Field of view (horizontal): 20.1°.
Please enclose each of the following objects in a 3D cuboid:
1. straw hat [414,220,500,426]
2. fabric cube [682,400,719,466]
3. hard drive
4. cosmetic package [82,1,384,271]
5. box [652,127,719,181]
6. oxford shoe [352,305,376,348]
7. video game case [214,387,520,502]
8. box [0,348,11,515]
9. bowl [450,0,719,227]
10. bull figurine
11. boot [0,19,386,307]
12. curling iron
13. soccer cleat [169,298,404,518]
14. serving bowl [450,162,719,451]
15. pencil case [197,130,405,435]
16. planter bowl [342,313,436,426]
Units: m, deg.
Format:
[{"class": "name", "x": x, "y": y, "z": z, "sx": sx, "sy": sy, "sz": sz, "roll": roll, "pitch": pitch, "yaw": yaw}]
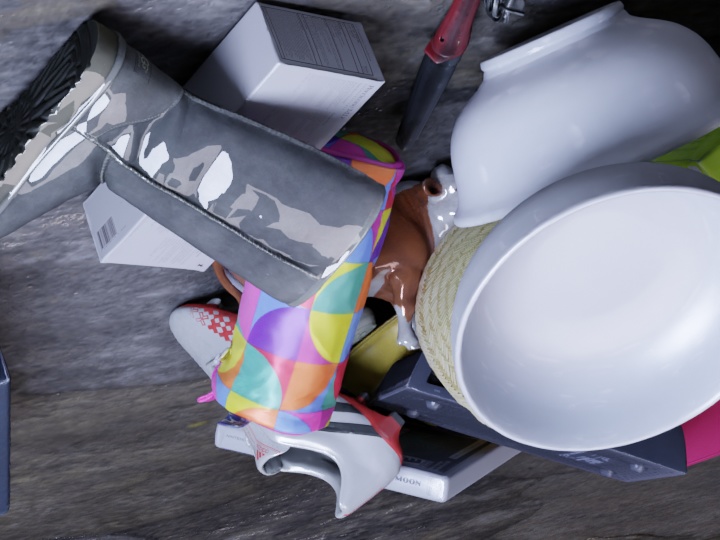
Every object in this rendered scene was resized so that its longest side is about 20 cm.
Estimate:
[{"class": "straw hat", "x": 0.122, "y": 0.003, "z": 1.281, "sx": 0.200, "sy": 0.202, "sz": 0.085, "roll": -23, "pitch": 147, "yaw": 1}, {"class": "fabric cube", "x": 0.259, "y": 0.004, "z": 1.488, "sx": 0.196, "sy": 0.201, "sz": 0.199, "roll": -22, "pitch": 155, "yaw": 0}, {"class": "hard drive", "x": 0.116, "y": 0.099, "z": 1.396, "sx": 0.199, "sy": 0.042, "sz": 0.135, "roll": 17, "pitch": 168, "yaw": -8}, {"class": "cosmetic package", "x": -0.080, "y": -0.076, "z": 1.220, "sx": 0.082, "sy": 0.051, "sz": 0.200, "roll": 8, "pitch": 141, "yaw": -41}, {"class": "box", "x": 0.279, "y": -0.118, "z": 1.314, "sx": 0.200, "sy": 0.048, "sz": 0.122, "roll": -41, "pitch": -171, "yaw": -8}, {"class": "oxford shoe", "x": -0.039, "y": 0.047, "z": 1.501, "sx": 0.075, "sy": 0.058, "sz": 0.200, "roll": -33, "pitch": 174, "yaw": -20}, {"class": "video game case", "x": 0.014, "y": 0.123, "z": 1.526, "sx": 0.181, "sy": 0.023, "sz": 0.200, "roll": 11, "pitch": -169, "yaw": 21}, {"class": "box", "x": -0.307, "y": 0.089, "z": 1.291, "sx": 0.148, "sy": 0.107, "sz": 0.200, "roll": -15, "pitch": 153, "yaw": -18}, {"class": "bowl", "x": 0.134, "y": -0.106, "z": 1.253, "sx": 0.200, "sy": 0.091, "sz": 0.201, "roll": -24, "pitch": -174, "yaw": 3}, {"class": "bull figurine", "x": 0.000, "y": 0.000, "z": 1.380, "sx": 0.199, "sy": 0.122, "sz": 0.065, "roll": -11, "pitch": 174, "yaw": -11}, {"class": "boot", "x": -0.113, "y": -0.037, "z": 1.163, "sx": 0.200, "sy": 0.073, "sz": 0.182, "roll": 29, "pitch": 128, "yaw": -32}, {"class": "curling iron", "x": 0.055, "y": -0.132, "z": 1.234, "sx": 0.025, "sy": 0.050, "sz": 0.200, "roll": 3, "pitch": 150, "yaw": -21}, {"class": "soccer cleat", "x": -0.062, "y": 0.093, "z": 1.408, "sx": 0.085, "sy": 0.200, "sz": 0.069, "roll": -49, "pitch": 165, "yaw": -28}, {"class": "serving bowl", "x": 0.143, "y": 0.011, "z": 1.181, "sx": 0.199, "sy": 0.066, "sz": 0.201, "roll": -8, "pitch": 132, "yaw": -9}, {"class": "pencil case", "x": -0.037, "y": 0.007, "z": 1.286, "sx": 0.088, "sy": 0.088, "sz": 0.201, "roll": 5, "pitch": 109, "yaw": -45}, {"class": "planter bowl", "x": 0.079, "y": 0.059, "z": 1.513, "sx": 0.200, "sy": 0.084, "sz": 0.200, "roll": -34, "pitch": 172, "yaw": -5}]
